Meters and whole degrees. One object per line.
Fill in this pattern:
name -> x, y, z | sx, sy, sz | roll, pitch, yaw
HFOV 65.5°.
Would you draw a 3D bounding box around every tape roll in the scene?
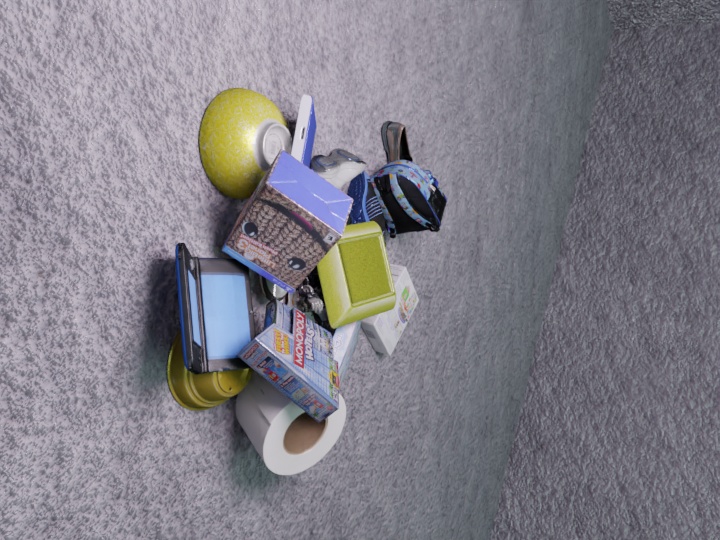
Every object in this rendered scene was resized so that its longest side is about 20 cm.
tape roll -> -0.145, 0.293, 1.162 | 0.197, 0.138, 0.210 | -19, 125, -29

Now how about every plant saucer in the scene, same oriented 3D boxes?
plant saucer -> 0.000, 0.000, 1.202 | 0.195, 0.047, 0.208 | -13, 90, -42

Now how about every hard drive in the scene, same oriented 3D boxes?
hard drive -> -0.112, -0.251, 1.109 | 0.200, 0.024, 0.138 | -157, -103, -87

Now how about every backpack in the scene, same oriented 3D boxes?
backpack -> 0.111, -0.199, 1.433 | 0.201, 0.178, 0.138 | 49, 51, -35

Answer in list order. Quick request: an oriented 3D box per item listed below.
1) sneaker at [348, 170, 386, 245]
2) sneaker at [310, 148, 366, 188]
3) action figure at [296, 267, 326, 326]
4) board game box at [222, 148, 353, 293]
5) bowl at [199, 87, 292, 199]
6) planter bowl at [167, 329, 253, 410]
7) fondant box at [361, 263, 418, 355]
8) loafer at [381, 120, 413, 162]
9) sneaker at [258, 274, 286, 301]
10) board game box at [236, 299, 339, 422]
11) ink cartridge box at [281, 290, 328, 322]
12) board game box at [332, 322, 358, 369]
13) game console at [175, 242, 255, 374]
sneaker -> 0.020, -0.141, 1.342 | 0.076, 0.069, 0.207 | 19, 58, -41
sneaker -> -0.057, -0.222, 1.278 | 0.198, 0.073, 0.089 | -26, 143, -52
action figure -> -0.094, 0.071, 1.210 | 0.117, 0.100, 0.208 | 1, 101, -52
board game box -> -0.133, -0.082, 1.009 | 0.157, 0.200, 0.099 | 31, 44, -16
bowl -> -0.189, -0.231, 1.035 | 0.197, 0.105, 0.209 | -21, 117, -51
planter bowl -> -0.260, 0.175, 1.060 | 0.198, 0.081, 0.209 | -20, 115, -51
fondant box -> 0.084, 0.109, 1.568 | 0.203, 0.057, 0.146 | -57, 140, -28
loafer -> 0.110, -0.299, 1.490 | 0.073, 0.061, 0.204 | -52, 137, -32
sneaker -> -0.152, -0.035, 1.151 | 0.072, 0.078, 0.208 | 22, 77, -31
board game box -> -0.129, 0.145, 1.041 | 0.198, 0.061, 0.204 | 36, 32, -31
ink cartridge box -> -0.118, 0.036, 1.278 | 0.195, 0.049, 0.168 | -7, 105, -38
board game box -> -0.044, 0.187, 1.314 | 0.202, 0.042, 0.204 | 101, 9, -52
game console -> -0.243, 0.066, 0.964 | 0.171, 0.114, 0.208 | 125, -43, -74
